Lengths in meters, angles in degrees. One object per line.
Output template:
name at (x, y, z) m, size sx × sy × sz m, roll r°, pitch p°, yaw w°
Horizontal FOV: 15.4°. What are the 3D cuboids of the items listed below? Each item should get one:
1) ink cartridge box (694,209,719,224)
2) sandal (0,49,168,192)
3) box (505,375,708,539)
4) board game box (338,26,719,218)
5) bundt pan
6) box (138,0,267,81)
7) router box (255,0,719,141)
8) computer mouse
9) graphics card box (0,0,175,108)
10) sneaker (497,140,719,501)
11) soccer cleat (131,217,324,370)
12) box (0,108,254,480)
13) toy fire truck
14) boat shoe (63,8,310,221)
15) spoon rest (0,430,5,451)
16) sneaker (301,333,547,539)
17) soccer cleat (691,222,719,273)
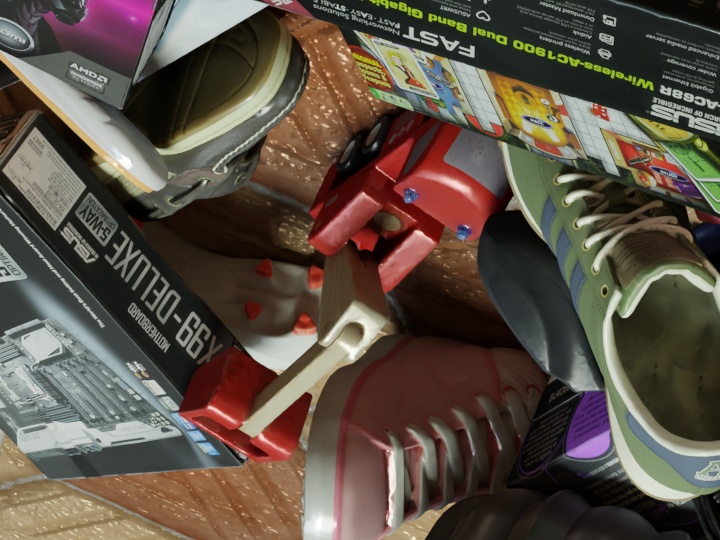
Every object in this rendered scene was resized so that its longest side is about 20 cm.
ink cartridge box at (0.219, -0.072, 0.981) m, size 0.199 × 0.083 × 0.147 m, roll 11°, pitch 148°, yaw 23°
sandal at (-0.172, -0.092, 1.179) m, size 0.207 × 0.059 × 0.079 m, roll 44°, pitch -178°, yaw 21°
box at (0.190, 0.091, 1.242) m, size 0.199 × 0.106 × 0.122 m, roll 31°, pitch 152°, yaw -13°
board game box at (0.066, -0.081, 1.012) m, size 0.199 × 0.023 × 0.105 m, roll 22°, pitch 151°, yaw 38°
bundt pan at (0.110, 0.167, 1.241) m, size 0.201 × 0.076 × 0.202 m, roll 20°, pitch 155°, yaw 10°
box at (-0.091, -0.159, 1.114) m, size 0.136 × 0.038 × 0.200 m, roll 38°, pitch 148°, yaw -21°
router box at (0.069, -0.141, 0.913) m, size 0.199 × 0.150 × 0.062 m, roll 19°, pitch 150°, yaw 11°
computer mouse at (0.121, 0.052, 1.124) m, size 0.034 × 0.059 × 0.200 m, roll -40°, pitch 91°, yaw 29°
graphics card box at (-0.124, -0.154, 1.057) m, size 0.125 × 0.051 × 0.200 m, roll 26°, pitch 151°, yaw -3°
sneaker at (0.113, -0.007, 1.063) m, size 0.067 × 0.201 × 0.090 m, roll -18°, pitch 177°, yaw -8°
soccer cleat at (-0.102, 0.009, 1.369) m, size 0.199 × 0.070 × 0.078 m, roll 19°, pitch 154°, yaw 4°
box at (-0.154, 0.017, 1.298) m, size 0.157 × 0.050 × 0.200 m, roll -8°, pitch 131°, yaw 45°
toy fire truck at (0.000, 0.000, 1.200) m, size 0.049 × 0.142 × 0.200 m, roll 33°, pitch 150°, yaw -15°
boat shoe at (-0.073, -0.068, 1.227) m, size 0.065 × 0.074 × 0.200 m, roll 29°, pitch 158°, yaw -25°
spoon rest at (-0.210, 0.043, 1.527) m, size 0.099 × 0.061 × 0.200 m, roll 23°, pitch 137°, yaw 1°
sneaker at (0.039, 0.082, 1.287) m, size 0.104 × 0.200 × 0.076 m, roll 6°, pitch 109°, yaw 14°
soccer cleat at (0.193, 0.017, 1.081) m, size 0.083 × 0.065 × 0.200 m, roll -1°, pitch -169°, yaw -23°
